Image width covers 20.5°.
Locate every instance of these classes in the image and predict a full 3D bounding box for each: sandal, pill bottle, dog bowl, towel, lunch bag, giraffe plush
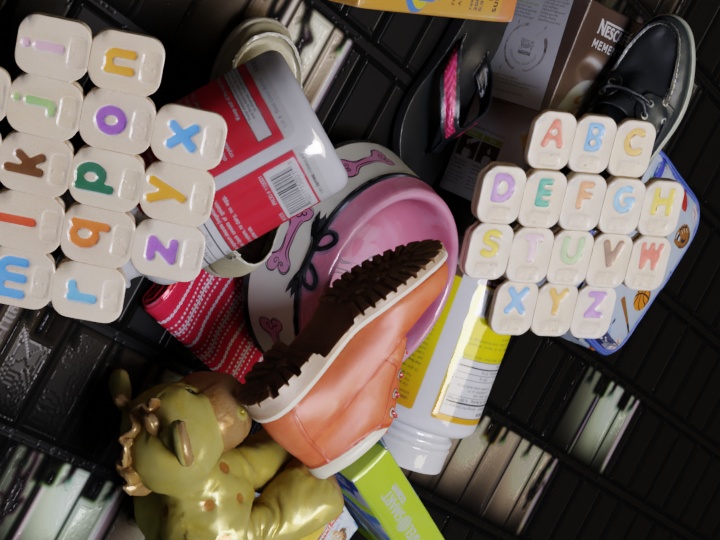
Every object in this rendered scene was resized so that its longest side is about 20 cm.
[{"bbox_3d":[0.086,-0.159,1.693,0.075,0.045,0.201,26,90,-53],"label":"sandal"},{"bbox_3d":[0.069,0.072,1.752,0.109,0.109,0.201,11,102,-52],"label":"pill bottle"},{"bbox_3d":[0.000,0.000,1.624,0.200,0.074,0.201,-28,131,-37],"label":"dog bowl"},{"bbox_3d":[-0.118,-0.062,1.408,0.199,0.113,0.112,-29,137,0],"label":"pill bottle"},{"bbox_3d":[-0.086,0.015,1.609,0.145,0.022,0.200,-56,142,-10],"label":"towel"},{"bbox_3d":[0.239,-0.023,1.930,0.201,0.075,0.160,-57,140,-11],"label":"lunch bag"},{"bbox_3d":[-0.127,0.147,1.533,0.200,0.172,0.163,-51,132,-44],"label":"giraffe plush"}]

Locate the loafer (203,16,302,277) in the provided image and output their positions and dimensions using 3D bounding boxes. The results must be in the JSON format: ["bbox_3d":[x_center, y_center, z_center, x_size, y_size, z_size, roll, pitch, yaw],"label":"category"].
[{"bbox_3d":[-0.075,-0.089,1.500,0.075,0.068,0.202,2,101,-33],"label":"loafer"}]

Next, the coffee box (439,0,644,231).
[{"bbox_3d":[0.164,-0.145,1.764,0.114,0.079,0.201,13,100,-53],"label":"coffee box"}]

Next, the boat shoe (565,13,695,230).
[{"bbox_3d":[0.226,-0.129,1.720,0.200,0.074,0.066,-62,157,12],"label":"boat shoe"}]

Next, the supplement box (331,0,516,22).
[{"bbox_3d":[0.046,-0.239,1.584,0.199,0.069,0.067,-3,112,-47],"label":"supplement box"}]

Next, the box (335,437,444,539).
[{"bbox_3d":[-0.001,0.176,1.716,0.048,0.122,0.200,-42,138,-12],"label":"box"}]

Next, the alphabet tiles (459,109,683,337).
[{"bbox_3d":[0.180,-0.035,1.684,0.199,0.015,0.197,4,108,-26],"label":"alphabet tiles"}]

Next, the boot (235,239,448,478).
[{"bbox_3d":[0.006,0.066,1.529,0.200,0.075,0.107,-44,116,-12],"label":"boot"}]

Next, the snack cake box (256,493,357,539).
[{"bbox_3d":[-0.102,0.251,1.688,0.200,0.067,0.115,-50,140,-18],"label":"snack cake box"}]

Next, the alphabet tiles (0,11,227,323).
[{"bbox_3d":[-0.193,-0.067,1.336,0.015,0.194,0.201,-93,-166,-73],"label":"alphabet tiles"}]
